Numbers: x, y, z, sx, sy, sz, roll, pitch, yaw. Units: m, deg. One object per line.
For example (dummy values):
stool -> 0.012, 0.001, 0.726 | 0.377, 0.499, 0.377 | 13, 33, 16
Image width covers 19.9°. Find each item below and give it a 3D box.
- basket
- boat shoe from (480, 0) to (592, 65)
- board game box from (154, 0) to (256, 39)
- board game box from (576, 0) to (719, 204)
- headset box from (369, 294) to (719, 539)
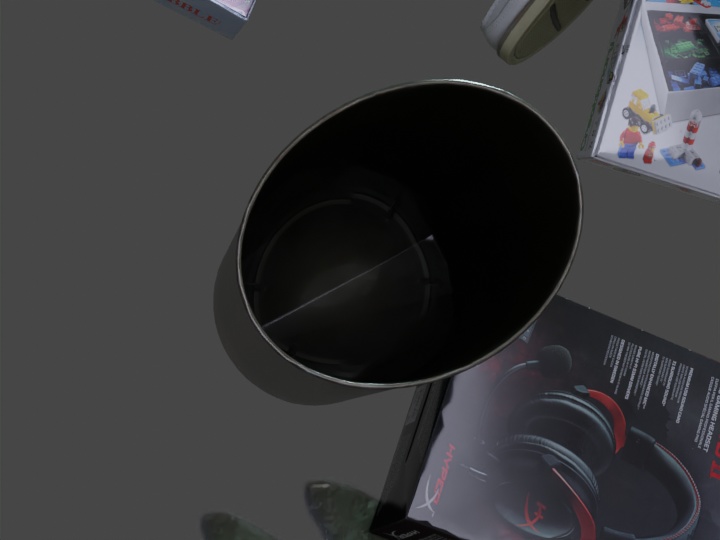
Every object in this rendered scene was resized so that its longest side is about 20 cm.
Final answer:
basket -> 0.000, 0.000, 1.046 | 0.180, 0.200, 0.136 | -29, 88, -18
boat shoe -> 0.126, -0.213, 1.181 | 0.068, 0.075, 0.200 | 37, 94, 14
board game box -> -0.118, -0.262, 1.151 | 0.199, 0.041, 0.200 | 26, 72, -10
board game box -> 0.238, -0.098, 1.207 | 0.199, 0.035, 0.127 | 17, 89, -12
headset box -> 0.125, 0.106, 1.125 | 0.199, 0.075, 0.149 | 23, 73, -10
